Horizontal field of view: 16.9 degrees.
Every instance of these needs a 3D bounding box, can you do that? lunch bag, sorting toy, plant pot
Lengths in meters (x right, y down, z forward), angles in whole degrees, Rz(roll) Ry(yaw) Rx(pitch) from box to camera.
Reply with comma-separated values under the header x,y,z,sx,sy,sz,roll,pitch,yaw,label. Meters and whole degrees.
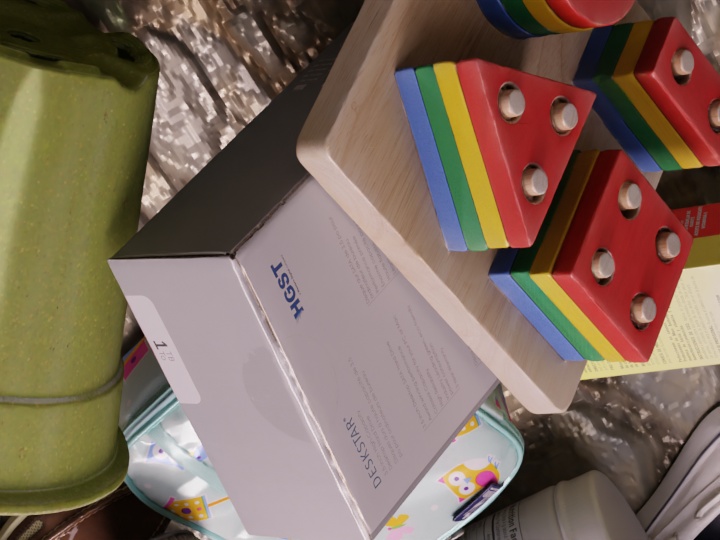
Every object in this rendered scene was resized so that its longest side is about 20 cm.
x,y,z,sx,sy,sz,roll,pitch,yaw,label
-0.023,0.084,1.237,0.160,0.077,0.200,-43,125,15,lunch bag
0.088,-0.072,1.085,0.070,0.200,0.199,-3,142,42,sorting toy
-0.173,-0.023,1.069,0.200,0.200,0.190,11,108,-23,plant pot

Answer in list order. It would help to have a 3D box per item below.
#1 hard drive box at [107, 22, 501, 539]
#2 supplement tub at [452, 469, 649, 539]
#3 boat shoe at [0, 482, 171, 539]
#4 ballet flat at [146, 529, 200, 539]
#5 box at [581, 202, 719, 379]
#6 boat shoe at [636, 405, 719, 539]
x,y,z,sx,sy,sz,roll,pitch,yaw,label
0.000,0.000,1.096,0.077,0.200,0.156,-1,124,40,hard drive box
0.066,0.206,1.306,0.200,0.132,0.132,-27,128,12,supplement tub
-0.171,0.180,1.264,0.202,0.075,0.075,-42,125,15,boat shoe
-0.105,0.183,1.247,0.067,0.046,0.200,-22,159,-15,ballet flat
0.183,0.006,1.208,0.200,0.050,0.075,-9,132,24,box
0.186,0.166,1.364,0.073,0.065,0.200,8,122,-22,boat shoe
